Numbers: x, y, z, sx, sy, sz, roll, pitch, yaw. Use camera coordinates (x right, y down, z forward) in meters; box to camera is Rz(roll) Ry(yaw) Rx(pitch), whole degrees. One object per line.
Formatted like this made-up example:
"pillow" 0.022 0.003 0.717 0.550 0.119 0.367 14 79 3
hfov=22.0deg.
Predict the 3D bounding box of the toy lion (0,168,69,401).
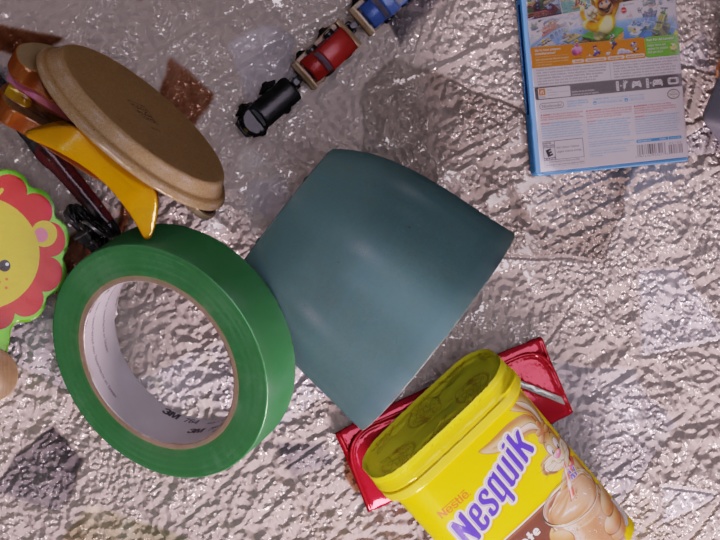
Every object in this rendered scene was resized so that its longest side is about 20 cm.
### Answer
"toy lion" -0.337 0.005 1.479 0.199 0.069 0.193 8 84 -12

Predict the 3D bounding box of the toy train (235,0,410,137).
"toy train" -0.026 -0.183 1.540 0.200 0.046 0.034 -44 100 -7

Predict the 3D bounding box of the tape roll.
"tape roll" -0.149 0.064 1.461 0.199 0.048 0.202 13 118 25

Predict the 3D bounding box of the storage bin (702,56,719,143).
"storage bin" 0.363 -0.172 1.563 0.145 0.134 0.201 21 87 33

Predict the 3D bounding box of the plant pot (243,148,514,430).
"plant pot" 0.000 0.000 1.486 0.161 0.201 0.201 38 85 -1

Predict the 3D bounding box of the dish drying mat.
"dish drying mat" 0.082 0.131 1.593 0.199 0.018 0.077 -25 99 -10

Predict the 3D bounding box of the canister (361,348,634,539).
"canister" 0.120 0.188 1.559 0.148 0.087 0.200 -43 108 -4

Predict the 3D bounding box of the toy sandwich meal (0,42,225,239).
"toy sandwich meal" -0.196 -0.102 1.448 0.205 0.205 0.070 39 105 -11

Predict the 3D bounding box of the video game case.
"video game case" 0.208 -0.188 1.607 0.142 0.018 0.201 -6 94 -11

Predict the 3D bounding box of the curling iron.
"curling iron" -0.256 -0.098 1.496 0.025 0.050 0.201 -33 91 16
